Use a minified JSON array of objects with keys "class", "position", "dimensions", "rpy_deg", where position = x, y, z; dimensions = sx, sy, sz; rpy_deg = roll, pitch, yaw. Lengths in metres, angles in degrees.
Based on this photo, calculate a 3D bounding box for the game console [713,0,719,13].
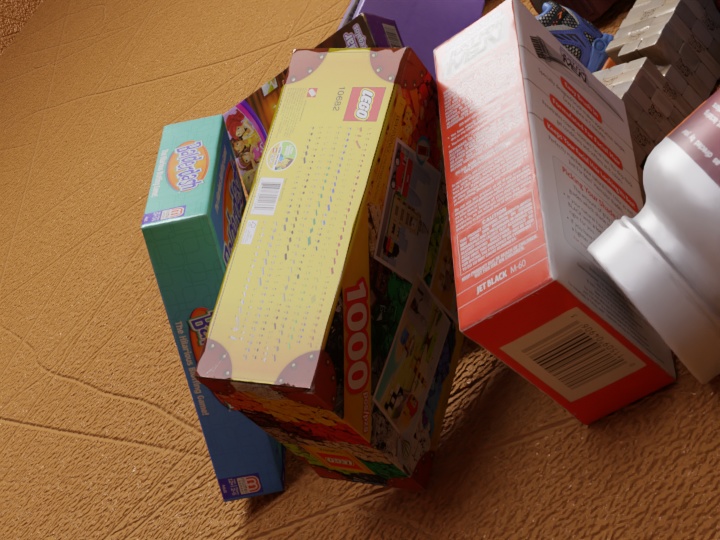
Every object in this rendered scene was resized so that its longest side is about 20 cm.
[{"class":"game console","position":[0.274,-0.200,0.938],"dimensions":[0.200,0.119,0.173],"rpy_deg":[-41,22,9]}]

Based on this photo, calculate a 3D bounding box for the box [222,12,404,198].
[{"class":"box","position":[-0.004,-0.045,1.099],"dimensions":[0.136,0.202,0.039],"rpy_deg":[-32,-20,32]}]

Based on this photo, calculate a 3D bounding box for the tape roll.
[{"class":"tape roll","position":[0.011,-0.131,1.243],"dimensions":[0.200,0.084,0.201],"rpy_deg":[-90,26,-73]}]

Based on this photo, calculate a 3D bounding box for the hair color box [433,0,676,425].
[{"class":"hair color box","position":[0.099,-0.034,0.894],"dimensions":[0.064,0.111,0.202],"rpy_deg":[-29,43,30]}]

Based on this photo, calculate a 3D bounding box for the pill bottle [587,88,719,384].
[{"class":"pill bottle","position":[0.206,-0.045,0.786],"dimensions":[0.200,0.113,0.113],"rpy_deg":[-42,21,6]}]

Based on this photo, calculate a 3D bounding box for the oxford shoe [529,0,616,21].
[{"class":"oxford shoe","position":[0.201,-0.235,1.210],"dimensions":[0.075,0.071,0.199],"rpy_deg":[-48,22,-29]}]

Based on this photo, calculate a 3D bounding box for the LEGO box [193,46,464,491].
[{"class":"LEGO box","position":[0.000,0.000,0.942],"dimensions":[0.076,0.149,0.202],"rpy_deg":[3,67,29]}]

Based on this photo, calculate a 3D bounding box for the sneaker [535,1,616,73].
[{"class":"sneaker","position":[0.104,-0.135,1.179],"dimensions":[0.199,0.078,0.076],"rpy_deg":[-26,25,53]}]

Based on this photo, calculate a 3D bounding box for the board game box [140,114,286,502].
[{"class":"board game box","position":[-0.089,0.022,1.096],"dimensions":[0.044,0.202,0.153],"rpy_deg":[-11,28,6]}]

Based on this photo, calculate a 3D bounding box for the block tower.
[{"class":"block tower","position":[0.180,-0.116,1.049],"dimensions":[0.054,0.058,0.201],"rpy_deg":[-11,41,55]}]
